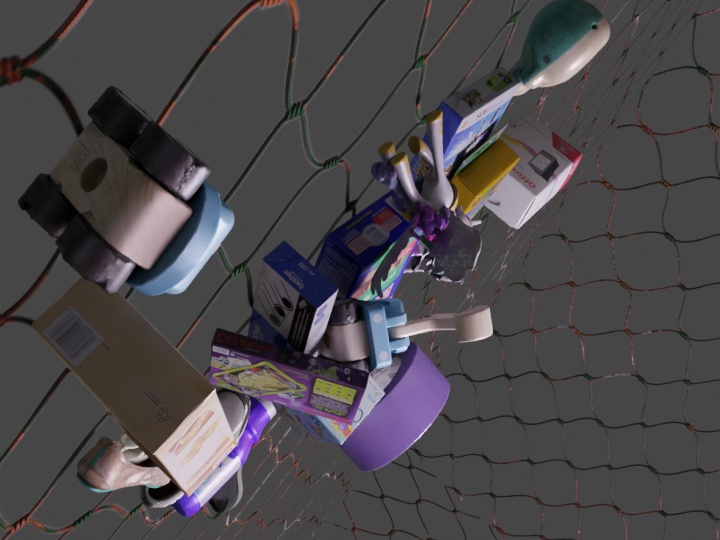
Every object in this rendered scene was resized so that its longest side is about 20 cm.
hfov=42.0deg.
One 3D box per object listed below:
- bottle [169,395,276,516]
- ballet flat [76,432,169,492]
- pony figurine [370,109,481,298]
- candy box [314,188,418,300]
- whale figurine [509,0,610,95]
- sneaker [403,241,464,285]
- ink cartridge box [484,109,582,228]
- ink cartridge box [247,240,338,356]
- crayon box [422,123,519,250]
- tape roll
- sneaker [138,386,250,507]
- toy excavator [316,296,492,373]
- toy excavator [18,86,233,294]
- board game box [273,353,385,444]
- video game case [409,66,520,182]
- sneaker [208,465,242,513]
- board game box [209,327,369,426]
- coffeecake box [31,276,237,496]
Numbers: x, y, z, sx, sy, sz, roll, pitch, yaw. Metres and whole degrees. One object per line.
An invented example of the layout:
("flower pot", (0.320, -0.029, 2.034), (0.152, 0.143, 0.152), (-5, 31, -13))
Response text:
("bottle", (-0.205, 0.258, 1.355), (0.200, 0.083, 0.066), (-43, 165, -27))
("ballet flat", (-0.263, 0.221, 1.115), (0.068, 0.067, 0.200), (-58, 168, 0))
("pony figurine", (0.087, -0.074, 1.215), (0.164, 0.202, 0.194), (-3, -145, 40))
("candy box", (0.000, 0.000, 1.367), (0.168, 0.077, 0.201), (-37, 162, -39))
("whale figurine", (0.284, -0.340, 1.427), (0.159, 0.104, 0.199), (-45, -170, -26))
("sneaker", (0.110, -0.017, 1.548), (0.199, 0.139, 0.078), (-38, 163, -44))
("ink cartridge box", (0.286, -0.185, 1.678), (0.199, 0.147, 0.086), (-38, 162, -45))
("ink cartridge box", (-0.090, 0.059, 1.188), (0.044, 0.094, 0.201), (-40, 163, -31))
("crayon box", (0.172, -0.125, 1.473), (0.125, 0.052, 0.201), (-41, 170, -34))
("tape roll", (0.042, 0.213, 1.482), (0.199, 0.085, 0.200), (-41, -171, 8))
("sneaker", (-0.218, 0.239, 1.250), (0.201, 0.074, 0.079), (-49, -176, -7))
("toy excavator", (0.049, 0.074, 1.228), (0.196, 0.102, 0.194), (-13, -174, -21))
("toy excavator", (-0.142, -0.038, 0.683), (0.100, 0.194, 0.200), (-50, 139, -1))
("board game box", (-0.062, 0.189, 1.446), (0.103, 0.105, 0.199), (-45, -169, -20))
("video game case", (0.143, -0.191, 1.409), (0.181, 0.045, 0.202), (-36, 160, -45))
("sneaker", (-0.245, 0.337, 1.483), (0.106, 0.074, 0.202), (-34, 150, -37))
("board game box", (-0.093, 0.136, 1.184), (0.121, 0.196, 0.033), (108, -2, -54))
("coffeecake box", (-0.194, 0.108, 0.844), (0.073, 0.153, 0.201), (-44, 165, -18))
